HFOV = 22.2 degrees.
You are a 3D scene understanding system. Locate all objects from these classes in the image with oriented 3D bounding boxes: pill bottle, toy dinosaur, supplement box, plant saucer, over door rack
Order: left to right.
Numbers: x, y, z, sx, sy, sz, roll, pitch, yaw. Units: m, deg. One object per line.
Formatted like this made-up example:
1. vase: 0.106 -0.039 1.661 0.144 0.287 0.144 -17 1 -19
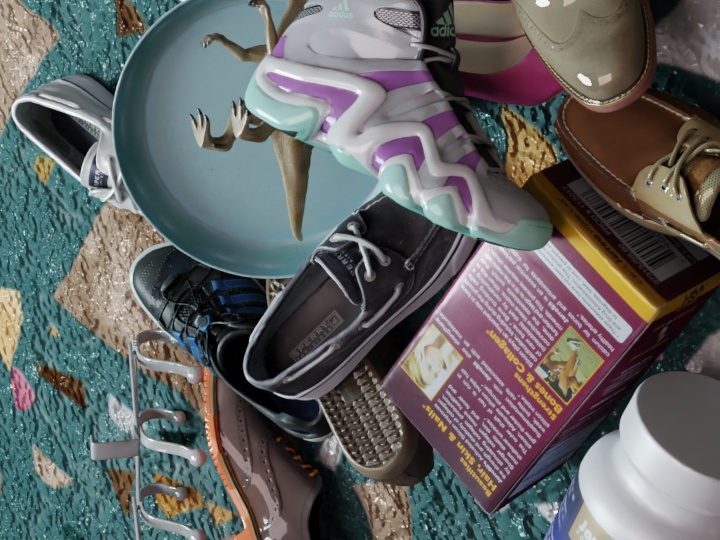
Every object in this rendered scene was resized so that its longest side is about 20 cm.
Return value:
1. over door rack: -0.148 0.148 1.331 0.066 0.200 0.149 1 111 2
2. plant saucer: -0.061 -0.092 1.189 0.199 0.027 0.201 1 112 3
3. toy dinosaur: -0.048 -0.098 1.126 0.058 0.101 0.201 24 119 45
4. supplement box: 0.113 0.037 1.106 0.110 0.085 0.200 48 131 17
5. pill bottle: 0.170 0.165 1.085 0.116 0.115 0.201 38 128 25

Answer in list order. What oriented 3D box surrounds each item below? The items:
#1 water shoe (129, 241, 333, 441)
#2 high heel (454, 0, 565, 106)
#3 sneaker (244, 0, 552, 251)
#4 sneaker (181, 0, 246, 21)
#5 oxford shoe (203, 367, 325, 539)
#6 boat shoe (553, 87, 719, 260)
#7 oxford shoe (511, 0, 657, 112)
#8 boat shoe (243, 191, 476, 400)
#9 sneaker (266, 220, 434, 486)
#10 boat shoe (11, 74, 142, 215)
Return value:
1. water shoe: -0.088 0.040 1.282 0.200 0.079 0.072 36 90 18
2. high heel: 0.066 -0.144 1.071 0.096 0.068 0.200 37 154 -27
3. sneaker: 0.043 -0.108 1.026 0.199 0.078 0.140 31 97 15
4. sneaker: -0.094 -0.187 1.210 0.070 0.080 0.201 46 132 16
5. oxford shoe: -0.063 0.146 1.336 0.072 0.071 0.201 -17 87 10
6. boat shoe: 0.194 -0.046 0.994 0.200 0.074 0.076 35 87 20
7. oxford shoe: 0.099 -0.175 0.995 0.070 0.075 0.201 -31 61 17
8. boat shoe: 0.000 0.000 1.155 0.200 0.068 0.072 -46 67 12
9. sneaker: -0.006 0.057 1.233 0.070 0.076 0.201 -26 63 14
10. boat shoe: -0.175 -0.074 1.335 0.200 0.065 0.074 32 125 29
